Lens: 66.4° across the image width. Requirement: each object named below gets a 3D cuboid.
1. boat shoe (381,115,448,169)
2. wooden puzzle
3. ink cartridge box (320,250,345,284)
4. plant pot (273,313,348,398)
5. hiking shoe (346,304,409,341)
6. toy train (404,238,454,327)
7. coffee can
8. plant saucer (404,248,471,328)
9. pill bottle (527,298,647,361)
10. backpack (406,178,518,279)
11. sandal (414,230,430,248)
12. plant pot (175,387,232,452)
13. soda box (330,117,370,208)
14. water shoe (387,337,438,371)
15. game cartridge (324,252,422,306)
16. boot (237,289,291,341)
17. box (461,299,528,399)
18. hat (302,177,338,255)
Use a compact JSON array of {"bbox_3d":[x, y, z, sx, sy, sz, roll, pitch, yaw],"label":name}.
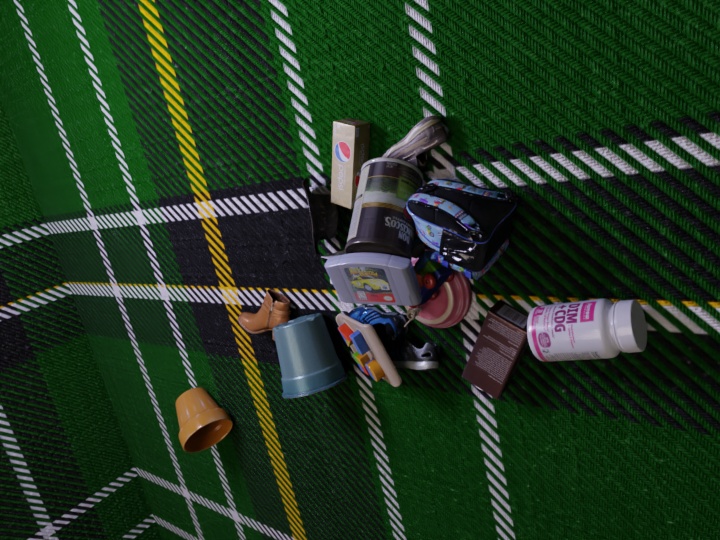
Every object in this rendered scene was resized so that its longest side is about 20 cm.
[{"bbox_3d":[0.111,-0.254,1.207,0.200,0.074,0.074,-38,84,44],"label":"boat shoe"},{"bbox_3d":[0.009,0.208,1.418,0.187,0.046,0.199,62,160,-15],"label":"wooden puzzle"},{"bbox_3d":[0.000,0.000,1.355,0.199,0.116,0.068,18,118,52],"label":"ink cartridge box"},{"bbox_3d":[-0.156,0.237,1.583,0.199,0.199,0.199,-13,93,42],"label":"plant pot"},{"bbox_3d":[0.028,0.139,1.444,0.198,0.086,0.075,1,110,39],"label":"hiking shoe"},{"bbox_3d":[0.116,0.030,1.263,0.116,0.084,0.201,55,134,21],"label":"toy train"},{"bbox_3d":[0.053,-0.121,1.201,0.145,0.146,0.202,-8,63,41],"label":"coffee can"},{"bbox_3d":[0.166,0.049,1.315,0.199,0.051,0.203,17,119,33],"label":"plant saucer"},{"bbox_3d":[0.440,0.116,1.074,0.198,0.113,0.115,-12,102,41],"label":"pill bottle"},{"bbox_3d":[0.196,-0.098,1.132,0.198,0.183,0.136,25,139,26],"label":"backpack"},{"bbox_3d":[0.129,-0.084,1.280,0.199,0.080,0.055,-14,58,46],"label":"sandal"},{"bbox_3d":[-0.621,0.562,2.119,0.184,0.199,0.201,51,134,29],"label":"plant pot"},{"bbox_3d":[-0.025,-0.257,1.325,0.067,0.064,0.202,21,121,31],"label":"soda box"},{"bbox_3d":[0.124,0.215,1.427,0.198,0.071,0.080,-2,79,43],"label":"water shoe"},{"bbox_3d":[0.025,0.019,1.184,0.198,0.041,0.134,0,132,26],"label":"game cartridge"},{"bbox_3d":[-0.297,0.127,1.723,0.198,0.074,0.156,18,122,19],"label":"boot"},{"bbox_3d":[0.312,0.179,1.238,0.100,0.075,0.202,31,125,25],"label":"box"},{"bbox_3d":[-0.094,-0.142,1.410,0.080,0.201,0.203,-9,108,0],"label":"hat"}]
